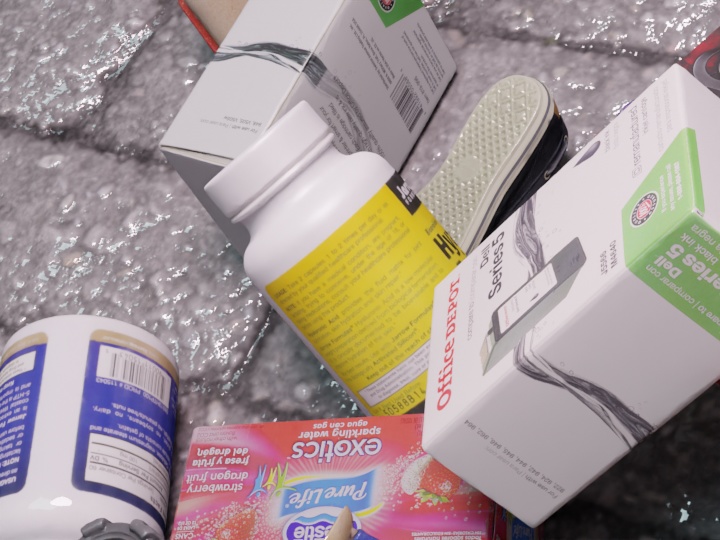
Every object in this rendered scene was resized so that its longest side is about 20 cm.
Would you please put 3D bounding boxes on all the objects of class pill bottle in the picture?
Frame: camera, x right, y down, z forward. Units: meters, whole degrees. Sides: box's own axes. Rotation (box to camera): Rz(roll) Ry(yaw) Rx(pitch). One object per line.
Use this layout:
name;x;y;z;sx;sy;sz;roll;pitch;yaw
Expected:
pill bottle;0.000;0.000;1.041;0.111;0.200;0.111;-40;7;6
pill bottle;-0.180;0.141;1.090;0.119;0.120;0.201;-11;52;18

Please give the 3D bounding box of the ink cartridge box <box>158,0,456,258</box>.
ink cartridge box;-0.032;-0.112;1.183;0.083;0.147;0.201;13;62;34

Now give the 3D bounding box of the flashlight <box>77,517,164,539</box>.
flashlight;-0.096;0.205;0.949;0.068;0.200;0.068;-5;54;22

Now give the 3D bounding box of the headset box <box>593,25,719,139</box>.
headset box;0.238;-0.061;1.011;0.149;0.077;0.200;36;60;26

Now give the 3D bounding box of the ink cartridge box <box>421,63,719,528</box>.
ink cartridge box;0.126;0.014;0.898;0.200;0.084;0.146;-44;20;29

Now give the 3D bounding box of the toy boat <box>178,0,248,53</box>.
toy boat;-0.052;-0.249;1.325;0.200;0.131;0.131;-38;20;-3

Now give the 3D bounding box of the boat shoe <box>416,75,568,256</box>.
boat shoe;0.069;-0.034;1.135;0.075;0.062;0.200;37;93;41

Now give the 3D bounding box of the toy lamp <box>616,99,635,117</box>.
toy lamp;0.200;-0.026;1.068;0.058;0.058;0.201;-21;49;10

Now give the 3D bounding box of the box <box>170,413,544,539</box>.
box;0.000;0.149;1.010;0.199;0.100;0.096;-5;55;22

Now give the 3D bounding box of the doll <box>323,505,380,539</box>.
doll;0.053;0.212;0.921;0.199;0.137;0.048;34;35;3

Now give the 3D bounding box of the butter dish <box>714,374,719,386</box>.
butter dish;0.289;0.126;0.867;0.199;0.149;0.199;-11;35;-38
